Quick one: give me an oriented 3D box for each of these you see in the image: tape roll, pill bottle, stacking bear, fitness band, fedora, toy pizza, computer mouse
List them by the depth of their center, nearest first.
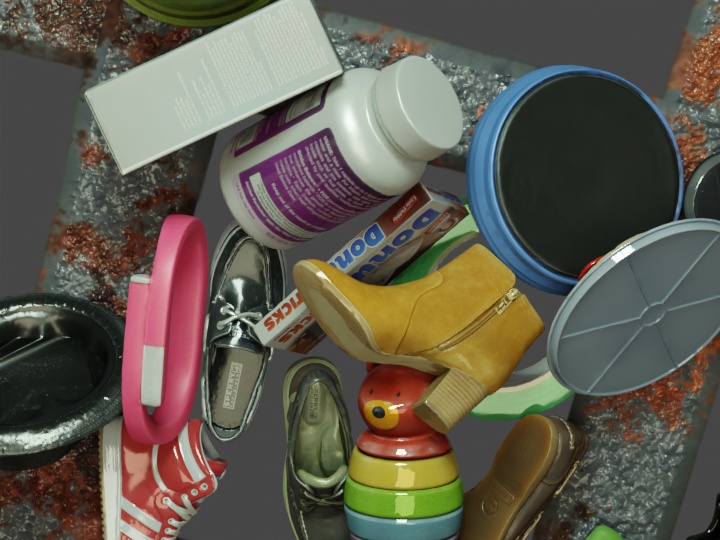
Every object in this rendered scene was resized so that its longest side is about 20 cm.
[{"bbox_3d":[-0.014,-0.101,1.634,0.200,0.112,0.112,-25,102,37],"label":"pill bottle"},{"bbox_3d":[0.243,0.028,1.678,0.200,0.032,0.201,-19,139,-17],"label":"toy pizza"},{"bbox_3d":[-0.167,0.051,1.683,0.037,0.144,0.201,8,98,9],"label":"fitness band"},{"bbox_3d":[0.035,0.175,1.700,0.121,0.114,0.201,8,103,33],"label":"stacking bear"},{"bbox_3d":[-0.289,0.111,1.707,0.200,0.201,0.092,2,136,-2],"label":"fedora"},{"bbox_3d":[0.367,-0.068,1.723,0.199,0.053,0.139,-10,99,-16],"label":"computer mouse"},{"bbox_3d":[0.124,0.030,1.737,0.200,0.048,0.201,0,100,-1],"label":"tape roll"}]

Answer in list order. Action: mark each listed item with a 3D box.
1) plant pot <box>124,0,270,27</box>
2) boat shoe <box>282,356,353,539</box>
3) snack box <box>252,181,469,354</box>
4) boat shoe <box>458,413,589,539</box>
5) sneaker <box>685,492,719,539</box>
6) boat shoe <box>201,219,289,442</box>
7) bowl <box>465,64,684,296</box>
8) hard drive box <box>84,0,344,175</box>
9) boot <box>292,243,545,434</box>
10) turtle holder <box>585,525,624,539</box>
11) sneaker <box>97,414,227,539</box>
[{"bbox_3d":[-0.139,-0.293,1.599,0.200,0.184,0.201,0,101,-1],"label":"plant pot"},{"bbox_3d":[-0.036,0.180,1.751,0.071,0.066,0.202,-5,101,-1],"label":"boat shoe"},{"bbox_3d":[0.000,0.000,1.680,0.200,0.072,0.024,-41,64,18],"label":"snack box"},{"bbox_3d":[0.132,0.214,1.760,0.070,0.070,0.200,15,121,-48],"label":"boat shoe"},{"bbox_3d":[0.373,0.209,1.766,0.080,0.074,0.200,36,97,-6],"label":"sneaker"},{"bbox_3d":[-0.107,0.053,1.724,0.071,0.068,0.201,11,100,-4],"label":"boat shoe"},{"bbox_3d":[0.189,-0.079,1.683,0.200,0.039,0.201,2,84,-21],"label":"bowl"},{"bbox_3d":[-0.118,-0.161,1.638,0.199,0.156,0.077,-24,97,4],"label":"hard drive box"},{"bbox_3d":[0.052,0.024,1.646,0.201,0.071,0.144,45,67,-10],"label":"boot"},{"bbox_3d":[0.265,0.327,1.754,0.185,0.132,0.141,23,101,-4],"label":"turtle holder"},{"bbox_3d":[-0.172,0.227,1.754,0.112,0.071,0.201,-3,99,2],"label":"sneaker"}]
